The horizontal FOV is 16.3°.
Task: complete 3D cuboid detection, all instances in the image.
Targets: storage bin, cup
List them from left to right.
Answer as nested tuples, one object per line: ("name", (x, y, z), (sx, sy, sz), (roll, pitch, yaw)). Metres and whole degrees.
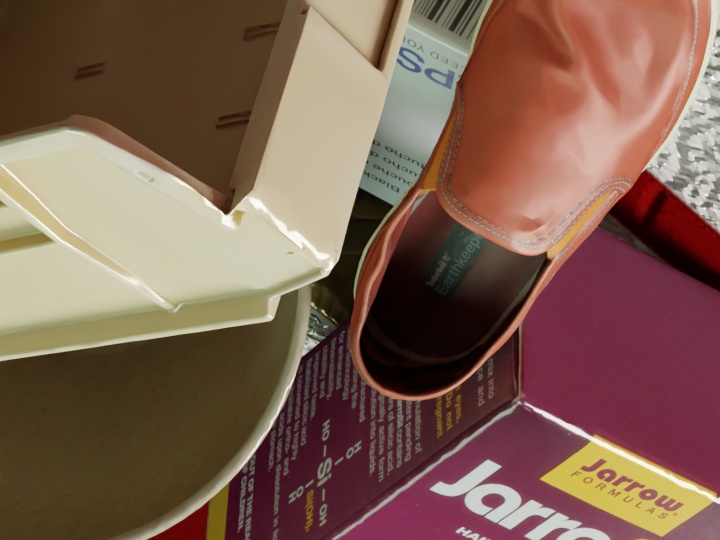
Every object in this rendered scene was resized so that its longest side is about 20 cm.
("cup", (-0.110, -0.008, 0.917), (0.199, 0.201, 0.143), (31, -171, 0))
("storage bin", (-0.081, -0.085, 0.710), (0.198, 0.201, 0.094), (-9, 143, 39))

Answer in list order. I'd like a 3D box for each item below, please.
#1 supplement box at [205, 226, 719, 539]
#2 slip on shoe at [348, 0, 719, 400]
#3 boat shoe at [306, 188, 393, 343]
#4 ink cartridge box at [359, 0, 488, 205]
("supplement box", (0.047, 0.078, 0.949), (0.130, 0.104, 0.200), (26, 135, -25))
("slip on shoe", (0.052, -0.034, 0.792), (0.074, 0.061, 0.201), (29, 125, -5))
("boat shoe", (0.000, 0.000, 1.038), (0.199, 0.071, 0.069), (29, 173, 1))
("ink cartridge box", (-0.032, -0.085, 0.918), (0.199, 0.041, 0.200), (29, 159, 8))
